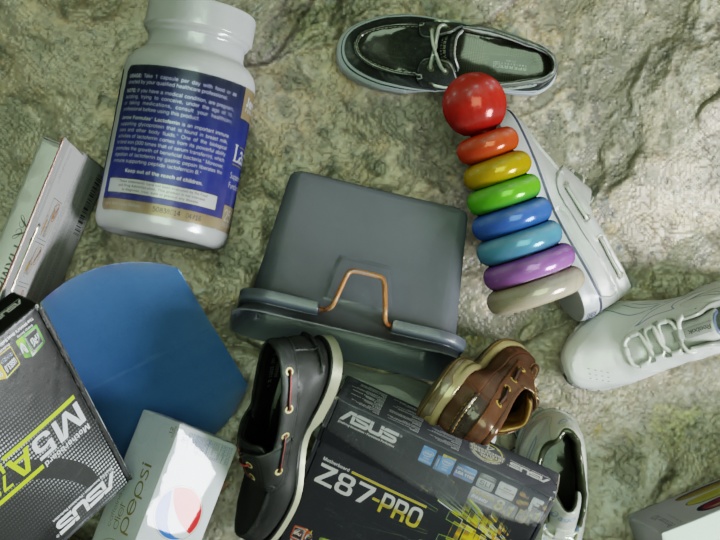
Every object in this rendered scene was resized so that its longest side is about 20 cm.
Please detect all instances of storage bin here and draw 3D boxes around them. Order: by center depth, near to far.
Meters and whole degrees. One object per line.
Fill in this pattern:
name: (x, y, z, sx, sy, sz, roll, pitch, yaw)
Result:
storage bin: (0.000, 0.000, 1.216, 0.199, 0.146, 0.135, 12, 76, -3)

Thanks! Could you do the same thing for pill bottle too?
pill bottle: (-0.153, -0.124, 1.217, 0.115, 0.116, 0.201, 10, 86, -3)

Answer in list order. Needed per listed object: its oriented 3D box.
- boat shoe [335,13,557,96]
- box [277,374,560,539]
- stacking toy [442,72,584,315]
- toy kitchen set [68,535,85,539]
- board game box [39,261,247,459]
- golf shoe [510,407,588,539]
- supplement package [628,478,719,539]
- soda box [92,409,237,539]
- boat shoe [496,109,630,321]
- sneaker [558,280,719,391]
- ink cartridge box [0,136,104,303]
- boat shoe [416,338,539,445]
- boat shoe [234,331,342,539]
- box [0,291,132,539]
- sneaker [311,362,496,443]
boat shoe: (0.079, -0.194, 1.258, 0.199, 0.071, 0.073, 2, 86, -3)
box: (0.046, 0.200, 1.201, 0.199, 0.049, 0.162, 25, 115, 3)
stacking toy: (0.120, -0.069, 1.198, 0.085, 0.085, 0.201, -18, 91, -5)
toy kitchen set: (-0.335, 0.276, 1.148, 0.199, 0.180, 0.164, 21, 86, -3)
board game box: (-0.197, 0.075, 1.220, 0.157, 0.039, 0.201, -27, 120, 2)
golf shoe: (0.159, 0.220, 1.226, 0.078, 0.097, 0.201, 0, 88, -6)
supplement package: (0.351, 0.232, 1.228, 0.199, 0.114, 0.110, -21, 89, -5)
soda box: (-0.177, 0.223, 1.186, 0.063, 0.068, 0.201, 27, 80, -36)
boat shoe: (0.174, -0.057, 1.258, 0.065, 0.072, 0.201, -27, 85, -16)
sneaker: (0.269, 0.052, 1.248, 0.199, 0.087, 0.075, -20, 90, -4)
ink cartridge box: (-0.278, -0.011, 1.170, 0.044, 0.176, 0.201, 21, 85, 3)
boat shoe: (0.111, 0.107, 1.182, 0.067, 0.200, 0.072, 37, 107, 16)
boat shoe: (-0.075, 0.140, 1.181, 0.063, 0.074, 0.202, 3, 119, -30)
box: (-0.287, 0.150, 1.075, 0.200, 0.047, 0.194, -42, 129, -30)
sneaker: (0.016, 0.137, 1.243, 0.199, 0.075, 0.089, 17, 100, 2)
